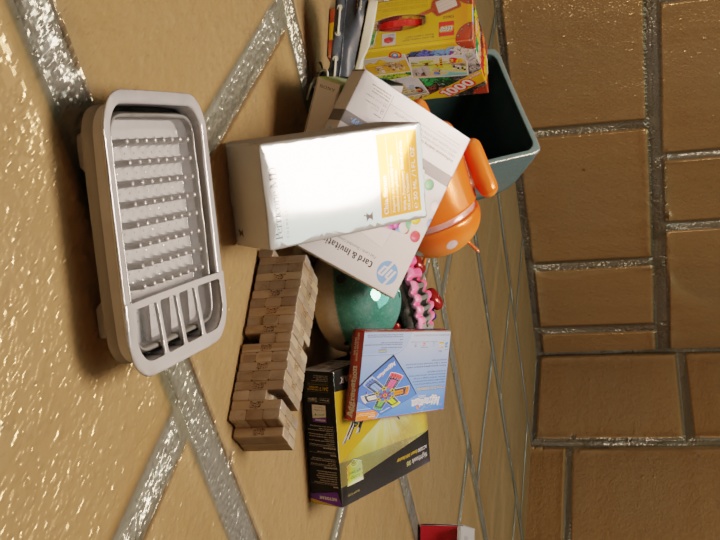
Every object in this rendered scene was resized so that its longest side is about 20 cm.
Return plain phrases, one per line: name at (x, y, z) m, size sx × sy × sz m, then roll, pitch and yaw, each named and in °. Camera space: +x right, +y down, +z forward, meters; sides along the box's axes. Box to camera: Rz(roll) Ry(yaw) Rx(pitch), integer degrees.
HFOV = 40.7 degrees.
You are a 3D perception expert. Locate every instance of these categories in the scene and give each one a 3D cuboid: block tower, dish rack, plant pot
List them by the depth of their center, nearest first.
dish rack at (-0.160, -0.032, 0.743) m, size 0.171 × 0.043 × 0.204 m, roll -28°, pitch 114°, yaw -72°
block tower at (-0.084, 0.076, 0.978) m, size 0.054 × 0.057 × 0.203 m, roll 65°, pitch 26°, yaw -55°
plant pot at (0.142, -0.200, 1.557) m, size 0.201 × 0.193 × 0.199 m, roll 106°, pitch -32°, yaw -64°

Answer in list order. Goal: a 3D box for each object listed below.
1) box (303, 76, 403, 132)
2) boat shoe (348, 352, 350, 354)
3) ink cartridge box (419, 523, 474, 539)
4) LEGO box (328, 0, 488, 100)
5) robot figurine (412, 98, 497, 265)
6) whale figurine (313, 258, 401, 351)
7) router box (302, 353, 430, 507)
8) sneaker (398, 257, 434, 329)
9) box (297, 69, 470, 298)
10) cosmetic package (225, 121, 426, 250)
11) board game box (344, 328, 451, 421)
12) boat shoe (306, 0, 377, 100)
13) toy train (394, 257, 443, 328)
box at (-0.014, -0.159, 1.176) m, size 0.200 × 0.036 × 0.147 m, roll -25°, pitch 133°, yaw -66°
boat shoe at (0.018, 0.123, 1.329) m, size 0.073 × 0.061 × 0.204 m, roll 42°, pitch 47°, yaw -69°
ink cartridge box at (0.148, 0.546, 1.685) m, size 0.176 × 0.082 × 0.204 m, roll 49°, pitch 40°, yaw -66°
LEGO box at (0.071, -0.303, 1.344) m, size 0.149 × 0.196 × 0.079 m, roll 47°, pitch 42°, yaw -66°
robot figurine at (0.082, -0.103, 1.191) m, size 0.116 × 0.142 × 0.203 m, roll 23°, pitch -42°, yaw 62°
whale figurine at (0.000, 0.000, 1.210) m, size 0.160 × 0.102 × 0.203 m, roll 64°, pitch 24°, yaw -54°
router box at (0.011, 0.182, 1.195) m, size 0.199 × 0.051 × 0.161 m, roll -12°, pitch 99°, yaw -54°
sneaker at (0.033, 0.011, 1.303) m, size 0.079 × 0.094 × 0.203 m, roll 20°, pitch 48°, yaw -69°
box at (0.014, -0.095, 1.079) m, size 0.203 × 0.154 × 0.041 m, roll -63°, pitch -155°, yaw -2°
cosmetic package at (-0.030, -0.089, 0.976) m, size 0.197 × 0.071 × 0.104 m, roll -14°, pitch 105°, yaw -35°
board game box at (0.050, 0.124, 1.182) m, size 0.199 × 0.019 × 0.105 m, roll 5°, pitch 90°, yaw -55°
boat shoe at (-0.028, -0.243, 1.212) m, size 0.075 × 0.061 × 0.204 m, roll -78°, pitch -177°, yaw -73°
toy train at (0.062, 0.043, 1.373) m, size 0.116 × 0.084 × 0.202 m, roll 45°, pitch 17°, yaw -51°
